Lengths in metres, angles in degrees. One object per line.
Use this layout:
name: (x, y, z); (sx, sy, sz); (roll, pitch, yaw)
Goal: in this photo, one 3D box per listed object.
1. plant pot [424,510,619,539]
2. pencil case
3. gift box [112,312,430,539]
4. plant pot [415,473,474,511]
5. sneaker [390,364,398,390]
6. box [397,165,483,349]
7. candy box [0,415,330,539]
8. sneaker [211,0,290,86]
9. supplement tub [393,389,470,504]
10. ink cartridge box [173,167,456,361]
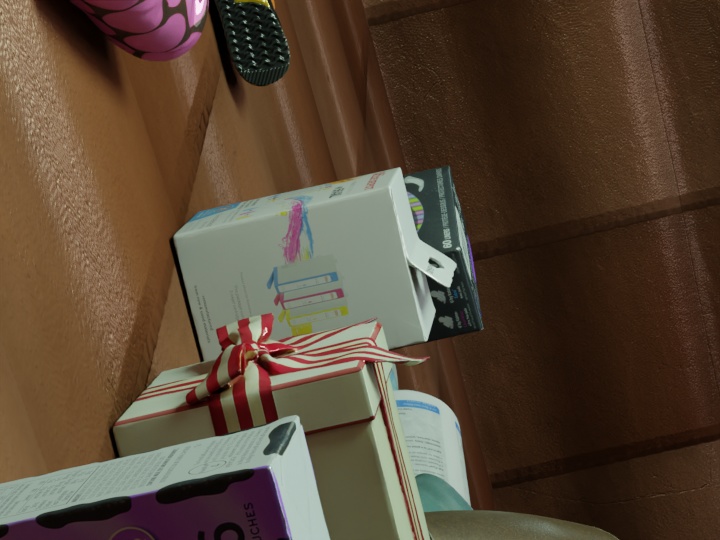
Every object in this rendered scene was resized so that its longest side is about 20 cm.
plant pot: (0.084, 0.251, 1.435); (0.200, 0.187, 0.188); (27, 43, -42)
pencil case: (-0.162, -0.212, 1.343); (0.200, 0.090, 0.094); (49, 64, -80)
gift box: (-0.039, 0.124, 1.281); (0.185, 0.199, 0.188); (-91, 166, -82)
plant pot: (0.033, 0.288, 1.648); (0.200, 0.134, 0.201); (48, -30, 40)
sneaker: (0.012, 0.151, 2.185); (0.082, 0.074, 0.201); (55, 13, -51)
box: (0.000, 0.000, 1.778); (0.123, 0.199, 0.106); (-95, 170, -49)
candy box: (-0.100, 0.158, 0.677); (0.072, 0.199, 0.169); (-60, 137, -79)
sneaker: (-0.120, -0.277, 1.935); (0.090, 0.070, 0.201); (-175, -109, -82)
supplement tub: (0.047, 0.234, 2.023); (0.201, 0.131, 0.132); (-94, 169, -49)
ink cartridge box: (-0.028, 0.000, 1.547); (0.129, 0.199, 0.126); (-67, 144, -79)
